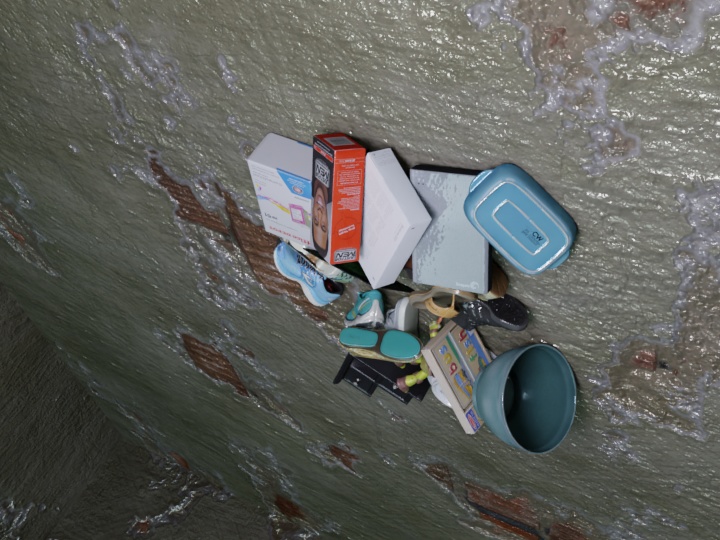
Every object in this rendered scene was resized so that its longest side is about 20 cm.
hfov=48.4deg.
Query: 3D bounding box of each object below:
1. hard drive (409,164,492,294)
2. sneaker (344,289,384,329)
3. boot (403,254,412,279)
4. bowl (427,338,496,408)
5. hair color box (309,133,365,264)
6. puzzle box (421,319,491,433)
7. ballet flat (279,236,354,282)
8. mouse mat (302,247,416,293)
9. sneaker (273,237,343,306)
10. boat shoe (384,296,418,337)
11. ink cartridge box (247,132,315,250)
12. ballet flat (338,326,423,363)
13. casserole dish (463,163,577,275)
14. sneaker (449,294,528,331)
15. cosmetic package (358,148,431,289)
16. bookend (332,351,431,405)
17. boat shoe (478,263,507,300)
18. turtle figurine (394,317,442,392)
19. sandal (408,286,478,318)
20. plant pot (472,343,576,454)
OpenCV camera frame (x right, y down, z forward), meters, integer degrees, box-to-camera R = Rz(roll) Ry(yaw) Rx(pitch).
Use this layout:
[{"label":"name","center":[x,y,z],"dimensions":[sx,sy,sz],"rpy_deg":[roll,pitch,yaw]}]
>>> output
[{"label":"hard drive","center":[0.151,-0.067,1.326],"dimensions":[0.138,0.033,0.203],"rpy_deg":[9,116,27]},{"label":"sneaker","center":[0.015,0.086,1.725],"dimensions":[0.076,0.081,0.200],"rpy_deg":[7,170,-13]},{"label":"boot","center":[0.042,-0.080,1.477],"dimensions":[0.187,0.068,0.202],"rpy_deg":[22,143,47]},{"label":"bowl","center":[0.213,0.234,1.711],"dimensions":[0.199,0.091,0.203],"rpy_deg":[24,147,17]},{"label":"hair color box","center":[-0.042,-0.124,1.382],"dimensions":[0.101,0.060,0.203],"rpy_deg":[-137,44,-56]},{"label":"puzzle box","center":[0.209,0.202,1.585],"dimensions":[0.025,0.133,0.202],"rpy_deg":[-12,113,52]},{"label":"ballet flat","center":[-0.094,-0.035,1.652],"dimensions":[0.199,0.075,0.074],"rpy_deg":[38,149,-6]},{"label":"mouse mat","center":[0.000,0.000,1.548],"dimensions":[0.199,0.008,0.160],"rpy_deg":[27,-170,38]},{"label":"sneaker","center":[-0.106,-0.007,1.726],"dimensions":[0.089,0.079,0.200],"rpy_deg":[-14,133,39]},{"label":"boat shoe","center":[0.080,0.120,1.704],"dimensions":[0.071,0.071,0.202],"rpy_deg":[20,148,19]},{"label":"ink cartridge box","center":[-0.120,-0.144,1.526],"dimensions":[0.143,0.085,0.201],"rpy_deg":[21,148,22]},{"label":"ballet flat","center":[0.049,0.157,1.651],"dimensions":[0.197,0.071,0.071],"rpy_deg":[7,140,29]},{"label":"casserole dish","center":[0.249,-0.073,1.248],"dimensions":[0.200,0.039,0.121],"rpy_deg":[42,113,-11]},{"label":"sneaker","center":[0.224,0.078,1.519],"dimensions":[0.198,0.060,0.105],"rpy_deg":[29,147,22]},{"label":"cosmetic package","center":[0.036,-0.085,1.377],"dimensions":[0.152,0.051,0.201],"rpy_deg":[64,151,23]},{"label":"bookend","center":[0.054,0.248,1.881],"dimensions":[0.197,0.093,0.201],"rpy_deg":[33,150,3]},{"label":"boat shoe","center":[0.173,-0.015,1.423],"dimensions":[0.200,0.074,0.062],"rpy_deg":[43,146,-11]},{"label":"turtle figurine","center":[0.148,0.201,1.635],"dimensions":[0.159,0.064,0.203],"rpy_deg":[-19,83,30]},{"label":"sandal","center":[0.148,0.061,1.456],"dimensions":[0.079,0.055,0.199],"rpy_deg":[15,166,-22]},{"label":"plant pot","center":[0.299,0.243,1.542],"dimensions":[0.201,0.201,0.133],"rpy_deg":[48,152,-22]}]
